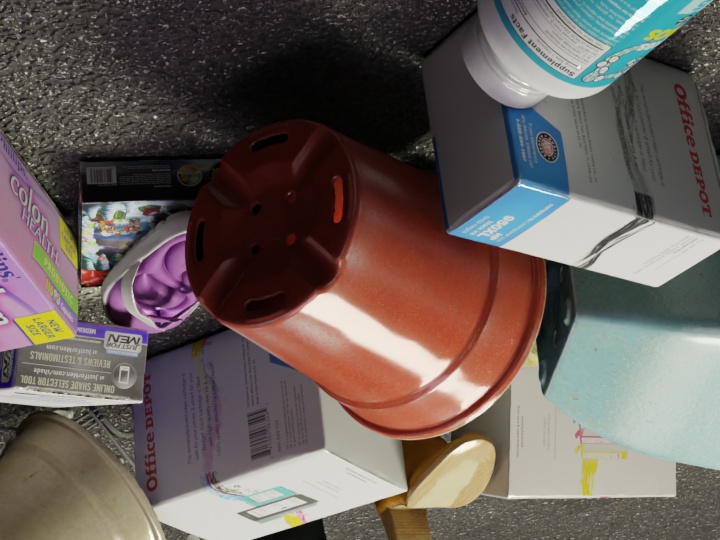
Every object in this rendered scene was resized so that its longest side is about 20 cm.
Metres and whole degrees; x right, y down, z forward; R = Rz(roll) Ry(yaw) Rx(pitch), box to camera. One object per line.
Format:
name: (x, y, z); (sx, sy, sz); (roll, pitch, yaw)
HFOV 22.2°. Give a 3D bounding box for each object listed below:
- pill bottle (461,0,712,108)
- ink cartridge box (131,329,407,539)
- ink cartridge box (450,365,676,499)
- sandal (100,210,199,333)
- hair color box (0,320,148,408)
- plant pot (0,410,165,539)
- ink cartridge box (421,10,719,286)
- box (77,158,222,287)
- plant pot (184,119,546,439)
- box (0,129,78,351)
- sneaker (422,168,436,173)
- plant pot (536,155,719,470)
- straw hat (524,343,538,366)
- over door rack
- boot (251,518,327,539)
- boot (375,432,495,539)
pill bottle: (0.147, -0.180, 1.140); (0.111, 0.111, 0.200); (11, 148, -31)
ink cartridge box: (-0.085, 0.142, 1.658); (0.200, 0.147, 0.146); (-20, 150, 25)
ink cartridge box: (0.200, 0.147, 1.716); (0.200, 0.125, 0.129); (2, 176, -22)
sandal: (-0.151, 0.015, 1.416); (0.082, 0.050, 0.203); (4, 153, -19)
hair color box: (-0.262, 0.077, 1.511); (0.109, 0.065, 0.200); (9, 173, -28)
plant pot: (-0.302, 0.255, 1.611); (0.183, 0.200, 0.200); (-36, 170, -35)
ink cartridge box: (0.151, -0.083, 1.286); (0.200, 0.145, 0.084); (14, 146, -33)
box: (-0.118, -0.036, 1.425); (0.200, 0.040, 0.137); (-2, 153, -10)
plant pot: (-0.005, -0.002, 1.283); (0.201, 0.201, 0.195); (-24, 149, 29)
box: (-0.332, -0.013, 1.346); (0.200, 0.097, 0.176); (-12, 147, 8)
sneaker: (0.070, 0.006, 1.465); (0.077, 0.076, 0.200); (-11, 126, 18)
plant pot: (0.245, 0.031, 1.464); (0.200, 0.196, 0.196); (4, 141, -7)
straw hat: (0.123, 0.044, 1.585); (0.201, 0.085, 0.201); (-5, 153, -3)
over door rack: (-0.234, 0.215, 1.740); (0.148, 0.200, 0.067); (-32, 178, 38)
boot: (-0.055, 0.198, 1.752); (0.198, 0.163, 0.073); (-19, 152, 21)
boot: (0.056, 0.163, 1.709); (0.071, 0.144, 0.201); (5, 139, -22)
